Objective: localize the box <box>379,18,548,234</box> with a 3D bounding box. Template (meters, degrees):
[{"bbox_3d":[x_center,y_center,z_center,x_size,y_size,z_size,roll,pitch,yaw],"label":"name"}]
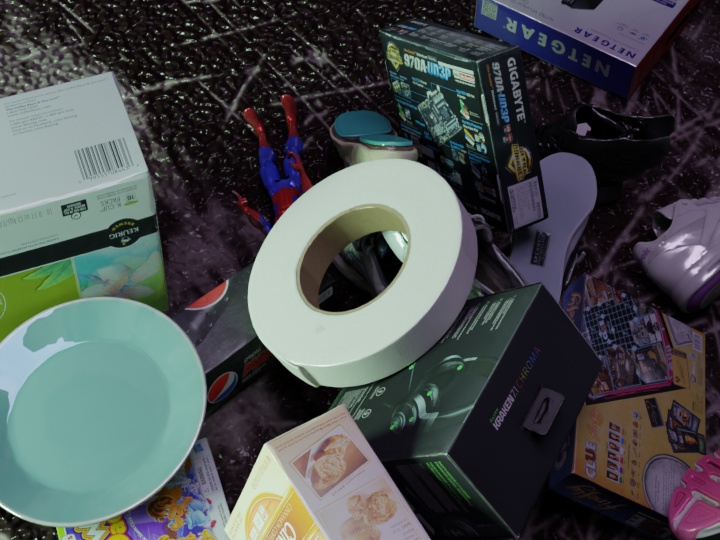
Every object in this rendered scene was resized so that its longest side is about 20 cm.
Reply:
[{"bbox_3d":[0.091,-0.136,1.189,0.045,0.161,0.200,-21,24,-18],"label":"box"}]

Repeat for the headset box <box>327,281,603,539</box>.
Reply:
[{"bbox_3d":[0.071,0.113,1.008,0.093,0.199,0.175,49,52,-20],"label":"headset box"}]

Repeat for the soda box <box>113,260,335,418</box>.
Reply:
[{"bbox_3d":[-0.115,0.060,1.135,0.199,0.064,0.071,-36,61,-27],"label":"soda box"}]

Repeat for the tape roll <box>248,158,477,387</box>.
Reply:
[{"bbox_3d":[0.000,0.000,1.066,0.200,0.037,0.205,-17,51,21],"label":"tape roll"}]

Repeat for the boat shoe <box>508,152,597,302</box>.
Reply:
[{"bbox_3d":[0.171,-0.017,1.203,0.072,0.068,0.202,11,58,6],"label":"boat shoe"}]

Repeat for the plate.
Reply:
[{"bbox_3d":[-0.218,0.113,1.042,0.196,0.026,0.203,-3,57,4],"label":"plate"}]

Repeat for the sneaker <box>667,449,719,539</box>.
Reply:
[{"bbox_3d":[0.324,0.180,1.036,0.198,0.089,0.073,-27,29,-30],"label":"sneaker"}]

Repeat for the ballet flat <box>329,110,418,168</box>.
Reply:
[{"bbox_3d":[0.010,-0.108,1.256,0.068,0.071,0.200,-7,17,-7],"label":"ballet flat"}]

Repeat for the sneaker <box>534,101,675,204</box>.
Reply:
[{"bbox_3d":[0.200,-0.127,1.268,0.197,0.105,0.060,17,53,11],"label":"sneaker"}]

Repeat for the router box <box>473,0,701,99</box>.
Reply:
[{"bbox_3d":[0.255,-0.297,1.440,0.198,0.049,0.180,29,56,19],"label":"router box"}]

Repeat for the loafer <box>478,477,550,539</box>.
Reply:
[{"bbox_3d":[0.141,0.154,1.066,0.071,0.073,0.202,20,54,8],"label":"loafer"}]

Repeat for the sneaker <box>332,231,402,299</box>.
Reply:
[{"bbox_3d":[0.026,-0.016,1.185,0.076,0.086,0.201,-21,55,-18],"label":"sneaker"}]

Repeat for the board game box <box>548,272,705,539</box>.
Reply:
[{"bbox_3d":[0.227,0.114,1.087,0.134,0.035,0.202,26,49,-16],"label":"board game box"}]

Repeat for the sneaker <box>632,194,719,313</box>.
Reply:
[{"bbox_3d":[0.339,-0.049,1.230,0.099,0.075,0.199,39,60,24],"label":"sneaker"}]

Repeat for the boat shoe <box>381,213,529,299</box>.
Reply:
[{"bbox_3d":[0.090,-0.016,1.111,0.072,0.071,0.200,-24,65,-41],"label":"boat shoe"}]

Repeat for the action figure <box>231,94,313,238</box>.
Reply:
[{"bbox_3d":[-0.082,-0.097,1.239,0.064,0.099,0.202,-19,55,8],"label":"action figure"}]

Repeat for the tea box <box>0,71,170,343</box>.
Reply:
[{"bbox_3d":[-0.280,-0.035,1.117,0.197,0.198,0.135,-16,53,-14],"label":"tea box"}]

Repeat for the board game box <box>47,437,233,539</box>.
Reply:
[{"bbox_3d":[-0.155,0.240,1.001,0.132,0.045,0.202,-15,53,-13],"label":"board game box"}]

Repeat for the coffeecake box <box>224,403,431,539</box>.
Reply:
[{"bbox_3d":[-0.005,0.224,0.921,0.072,0.154,0.201,-23,67,-30],"label":"coffeecake box"}]
